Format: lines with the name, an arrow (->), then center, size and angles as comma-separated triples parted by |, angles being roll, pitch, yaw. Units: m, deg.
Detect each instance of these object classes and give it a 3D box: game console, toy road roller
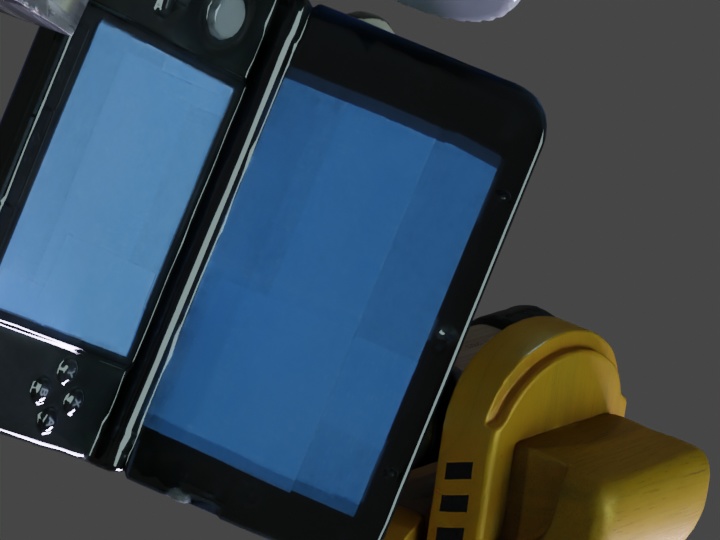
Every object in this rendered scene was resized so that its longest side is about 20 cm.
game console -> -0.048, -0.011, 1.086 | 0.170, 0.118, 0.201 | 24, 87, -53
toy road roller -> 0.066, 0.118, 1.264 | 0.122, 0.145, 0.202 | -13, 116, -47

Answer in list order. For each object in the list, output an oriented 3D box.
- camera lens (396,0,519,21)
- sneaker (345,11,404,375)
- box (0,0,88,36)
camera lens -> 0.049, -0.215, 1.072 | 0.201, 0.159, 0.160 | -57, 141, -15
sneaker -> 0.000, 0.000, 1.169 | 0.070, 0.093, 0.201 | 5, 103, -52
box -> -0.114, -0.202, 0.970 | 0.161, 0.049, 0.201 | 30, 83, -51
